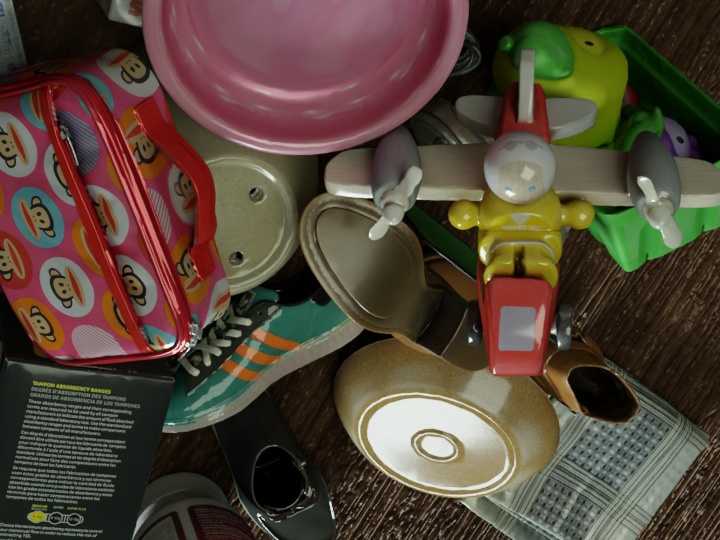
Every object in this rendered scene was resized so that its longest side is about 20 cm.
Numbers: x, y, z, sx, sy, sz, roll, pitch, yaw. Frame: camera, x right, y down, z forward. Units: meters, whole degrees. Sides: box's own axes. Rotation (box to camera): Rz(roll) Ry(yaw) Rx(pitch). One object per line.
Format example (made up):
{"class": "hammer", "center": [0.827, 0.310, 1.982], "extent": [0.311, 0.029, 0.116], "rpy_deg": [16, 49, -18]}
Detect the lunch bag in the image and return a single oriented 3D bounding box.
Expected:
{"class": "lunch bag", "center": [-0.166, -0.039, 0.842], "extent": [0.082, 0.175, 0.201], "rpy_deg": [-43, 121, -50]}

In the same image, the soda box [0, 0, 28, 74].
{"class": "soda box", "center": [-0.260, -0.103, 0.923], "extent": [0.063, 0.068, 0.201], "rpy_deg": [-15, 117, -15]}

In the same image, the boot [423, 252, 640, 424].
{"class": "boot", "center": [0.131, 0.062, 1.086], "extent": [0.199, 0.155, 0.077], "rpy_deg": [30, 99, -28]}

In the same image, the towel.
{"class": "towel", "center": [0.219, 0.194, 1.248], "extent": [0.192, 0.035, 0.200], "rpy_deg": [35, 99, -29]}

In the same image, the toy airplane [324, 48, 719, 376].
{"class": "toy airplane", "center": [0.106, -0.058, 0.840], "extent": [0.200, 0.199, 0.141], "rpy_deg": [-40, 160, -8]}

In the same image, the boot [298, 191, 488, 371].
{"class": "boot", "center": [0.000, 0.000, 0.966], "extent": [0.200, 0.155, 0.074], "rpy_deg": [42, 84, -31]}

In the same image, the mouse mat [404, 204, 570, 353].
{"class": "mouse mat", "center": [0.074, -0.016, 1.007], "extent": [0.161, 0.200, 0.008], "rpy_deg": [36, 97, -28]}

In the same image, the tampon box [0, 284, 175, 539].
{"class": "tampon box", "center": [-0.236, 0.129, 0.987], "extent": [0.125, 0.150, 0.201], "rpy_deg": [10, 109, -24]}

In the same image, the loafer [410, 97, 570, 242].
{"class": "loafer", "center": [0.112, -0.078, 1.076], "extent": [0.063, 0.072, 0.200], "rpy_deg": [-47, 127, -10]}

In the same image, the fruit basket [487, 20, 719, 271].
{"class": "fruit basket", "center": [0.184, -0.126, 0.997], "extent": [0.155, 0.216, 0.217], "rpy_deg": [-26, 119, -7]}

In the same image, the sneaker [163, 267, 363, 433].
{"class": "sneaker", "center": [-0.093, 0.053, 1.056], "extent": [0.199, 0.071, 0.080], "rpy_deg": [-31, 119, -14]}

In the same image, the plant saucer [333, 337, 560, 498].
{"class": "plant saucer", "center": [0.068, 0.136, 1.099], "extent": [0.199, 0.036, 0.201], "rpy_deg": [11, 138, 10]}

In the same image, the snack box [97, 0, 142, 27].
{"class": "snack box", "center": [-0.090, -0.177, 0.949], "extent": [0.199, 0.072, 0.024], "rpy_deg": [11, 109, -24]}

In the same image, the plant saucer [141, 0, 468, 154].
{"class": "plant saucer", "center": [-0.034, -0.165, 0.802], "extent": [0.199, 0.051, 0.201], "rpy_deg": [-4, 131, -5]}

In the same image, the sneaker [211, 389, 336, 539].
{"class": "sneaker", "center": [-0.066, 0.194, 1.100], "extent": [0.074, 0.106, 0.201], "rpy_deg": [-30, 124, -5]}

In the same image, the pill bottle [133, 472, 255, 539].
{"class": "pill bottle", "center": [-0.129, 0.254, 1.053], "extent": [0.109, 0.200, 0.110], "rpy_deg": [-7, 115, -17]}

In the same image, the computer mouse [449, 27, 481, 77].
{"class": "computer mouse", "center": [-0.009, -0.187, 0.849], "extent": [0.109, 0.044, 0.200], "rpy_deg": [-25, 130, 15]}

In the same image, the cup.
{"class": "cup", "center": [-0.113, -0.058, 0.954], "extent": [0.199, 0.143, 0.202], "rpy_deg": [-8, 116, -16]}
